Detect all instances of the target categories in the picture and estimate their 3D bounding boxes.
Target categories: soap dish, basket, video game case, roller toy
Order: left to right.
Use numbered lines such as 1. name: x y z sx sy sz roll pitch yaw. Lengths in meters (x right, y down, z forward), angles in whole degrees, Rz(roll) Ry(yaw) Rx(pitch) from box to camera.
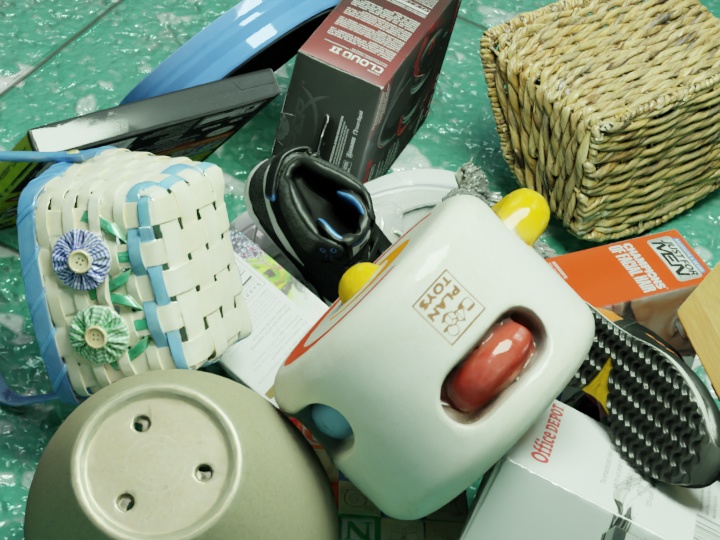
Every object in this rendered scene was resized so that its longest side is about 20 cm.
1. basket: -0.184 -0.001 1.603 0.199 0.177 0.139 -5 15 34
2. video game case: -0.180 -0.086 1.765 0.200 0.181 0.026 -18 81 -30
3. roller toy: 0.043 0.048 1.504 0.140 0.200 0.182 45 27 -5
4. basket: 0.203 -0.126 1.908 0.200 0.143 0.149 -24 49 -30
5. soap dish: 0.284 0.089 1.617 0.081 0.200 0.158 -27 65 7

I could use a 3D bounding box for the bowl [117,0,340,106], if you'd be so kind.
1. bowl: -0.099 -0.163 1.864 0.200 0.201 0.039 -36 89 -41

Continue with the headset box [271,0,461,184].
1. headset box: -0.001 -0.137 1.873 0.075 0.149 0.200 25 40 10

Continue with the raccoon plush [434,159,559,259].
1. raccoon plush: 0.129 -0.021 1.771 0.199 0.134 0.097 -16 45 -28

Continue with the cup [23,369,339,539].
1. cup: -0.115 0.139 1.460 0.199 0.143 0.201 -1 66 2

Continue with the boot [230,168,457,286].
1. boot: 0.004 -0.010 1.797 0.199 0.074 0.096 -14 54 -19

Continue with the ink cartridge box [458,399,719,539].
1. ink cartridge box: 0.169 0.170 1.528 0.200 0.084 0.145 27 18 3

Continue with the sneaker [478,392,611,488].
1. sneaker: 0.179 0.116 1.658 0.199 0.082 0.070 -13 44 -27

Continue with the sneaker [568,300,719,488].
1. sneaker: 0.199 0.080 1.572 0.090 0.070 0.200 15 17 -32

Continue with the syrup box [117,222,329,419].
1. syrup box: -0.083 0.029 1.689 0.200 0.079 0.081 38 84 32

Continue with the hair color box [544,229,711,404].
1. hair color box: 0.146 0.048 1.712 0.199 0.111 0.064 -14 45 -25

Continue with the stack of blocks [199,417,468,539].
1. stack of blocks: -0.032 0.157 1.583 0.199 0.059 0.115 6 40 -5

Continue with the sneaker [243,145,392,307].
1. sneaker: 0.000 0.000 1.683 0.200 0.112 0.073 46 77 -7
